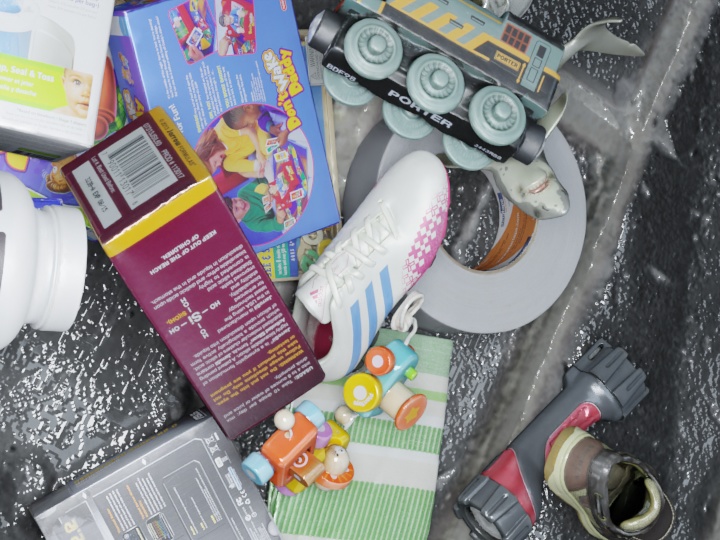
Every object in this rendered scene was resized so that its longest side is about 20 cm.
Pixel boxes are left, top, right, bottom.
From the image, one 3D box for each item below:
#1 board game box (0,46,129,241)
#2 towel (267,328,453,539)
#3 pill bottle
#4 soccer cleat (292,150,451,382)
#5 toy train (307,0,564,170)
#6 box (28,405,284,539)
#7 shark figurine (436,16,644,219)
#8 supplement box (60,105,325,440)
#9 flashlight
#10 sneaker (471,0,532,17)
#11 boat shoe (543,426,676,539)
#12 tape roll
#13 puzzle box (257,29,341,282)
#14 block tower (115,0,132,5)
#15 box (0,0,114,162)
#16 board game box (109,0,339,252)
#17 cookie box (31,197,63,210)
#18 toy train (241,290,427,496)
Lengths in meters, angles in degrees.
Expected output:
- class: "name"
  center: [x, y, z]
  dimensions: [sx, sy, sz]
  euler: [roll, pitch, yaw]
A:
- class: "board game box"
  center: [-0.251, -0.125, 1.253]
  dimensions: [0.199, 0.045, 0.136]
  euler: [26, 77, -22]
- class: "towel"
  center: [-0.003, 0.146, 1.371]
  dimensions: [0.151, 0.023, 0.203]
  euler: [10, 82, -25]
- class: "pill bottle"
  center: [-0.270, -0.010, 1.015]
  dimensions: [0.198, 0.112, 0.114]
  euler: [7, 85, -24]
- class: "soccer cleat"
  center: [0.000, 0.000, 1.284]
  dimensions: [0.086, 0.070, 0.201]
  euler: [5, 117, -52]
- class: "toy train"
  center: [0.059, -0.158, 1.277]
  dimensions: [0.198, 0.085, 0.115]
  euler: [27, 68, -8]
- class: "box"
  center: [-0.134, 0.228, 1.276]
  dimensions: [0.157, 0.048, 0.202]
  euler: [-29, 100, -13]
- class: "shark figurine"
  center: [0.147, -0.111, 1.368]
  dimensions: [0.090, 0.127, 0.216]
  euler: [55, 47, -40]
- class: "supplement box"
  center: [-0.114, 0.004, 1.170]
  dimensions: [0.085, 0.111, 0.201]
  euler: [-32, 129, -5]
- class: "flashlight"
  center: [0.165, 0.150, 1.428]
  dimensions: [0.200, 0.068, 0.068]
  euler: [-41, 130, -22]
- class: "sneaker"
  center: [0.092, -0.210, 1.383]
  dimensions: [0.199, 0.115, 0.074]
  euler: [-36, 100, -24]
- class: "boat shoe"
  center: [0.219, 0.193, 1.413]
  dimensions: [0.200, 0.064, 0.074]
  euler: [34, 84, -49]
- class: "tape roll"
  center: [0.087, -0.049, 1.399]
  dimensions: [0.198, 0.066, 0.203]
  euler: [1, 88, -26]
- class: "puzzle box"
  center: [-0.082, -0.090, 1.342]
  dimensions: [0.132, 0.025, 0.203]
  euler: [-5, 90, -25]
- class: "block tower"
  center: [-0.133, -0.282, 1.311]
  dimensions: [0.054, 0.058, 0.201]
  euler: [40, 73, -17]
- class: "box"
  center: [-0.236, -0.189, 1.182]
  dimensions: [0.111, 0.101, 0.203]
  euler: [11, 82, -25]
- class: "board game box"
  center: [-0.102, -0.113, 1.265]
  dimensions: [0.133, 0.045, 0.202]
  euler: [-21, 109, -27]
- class: "cookie box"
  center: [-0.318, -0.005, 1.147]
  dimensions: [0.198, 0.171, 0.076]
  euler: [1, 84, -24]
- class: "toy train"
  center: [-0.006, 0.112, 1.278]
  dimensions: [0.055, 0.151, 0.200]
  euler: [40, 62, 14]
